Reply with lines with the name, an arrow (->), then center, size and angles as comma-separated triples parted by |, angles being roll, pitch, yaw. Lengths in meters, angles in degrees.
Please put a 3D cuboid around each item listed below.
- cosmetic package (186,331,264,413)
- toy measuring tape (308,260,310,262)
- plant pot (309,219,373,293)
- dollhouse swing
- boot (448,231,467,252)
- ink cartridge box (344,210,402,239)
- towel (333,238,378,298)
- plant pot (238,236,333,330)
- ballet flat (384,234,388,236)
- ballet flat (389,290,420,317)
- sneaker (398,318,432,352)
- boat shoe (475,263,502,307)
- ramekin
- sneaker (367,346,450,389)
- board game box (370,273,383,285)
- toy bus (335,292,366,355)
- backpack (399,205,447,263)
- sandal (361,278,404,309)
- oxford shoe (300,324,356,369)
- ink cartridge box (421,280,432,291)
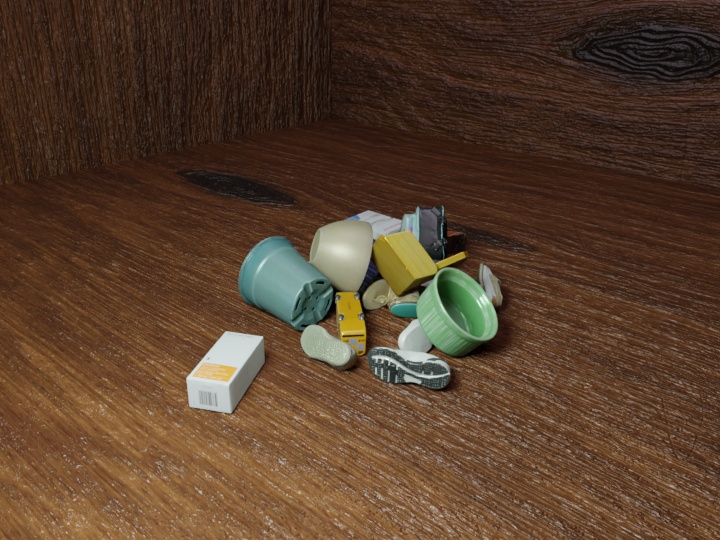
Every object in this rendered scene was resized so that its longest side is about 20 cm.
cosmetic package -> -0.289, 0.217, 1.328 | 0.098, 0.074, 0.201 | 5, 24, 10
toy measuring tape -> -0.103, -0.035, 1.935 | 0.198, 0.075, 0.073 | -36, 36, -18
plant pot -> -0.062, -0.048, 1.641 | 0.130, 0.206, 0.201 | 14, 20, -17
dollhouse swing -> 0.151, -0.043, 1.576 | 0.174, 0.184, 0.200 | -36, -6, -15
boot -> 0.263, -0.098, 2.064 | 0.196, 0.078, 0.106 | -8, 21, -40
ink cartridge box -> 0.057, -0.131, 2.098 | 0.196, 0.087, 0.143 | 20, 31, 38
towel -> 0.000, 0.000, 1.742 | 0.202, 0.024, 0.143 | -53, 40, -9
plant pot -> -0.185, 0.043, 1.588 | 0.194, 0.206, 0.197 | 30, 36, 35
ballet flat -> 0.091, -0.053, 1.807 | 0.067, 0.074, 0.201 | 0, 24, -10
ballet flat -> 0.171, 0.089, 1.629 | 0.193, 0.071, 0.067 | 7, 51, -8
sneaker -> 0.139, 0.156, 1.506 | 0.086, 0.078, 0.197 | 5, 14, 39
boat shoe -> 0.366, 0.050, 1.740 | 0.066, 0.077, 0.202 | 9, 32, 4
ramekin -> 0.227, 0.105, 1.466 | 0.196, 0.098, 0.204 | 25, 41, -24
sneaker -> 0.110, 0.216, 1.372 | 0.194, 0.076, 0.080 | 14, 11, 15
board game box -> 0.048, 0.015, 1.813 | 0.162, 0.059, 0.198 | -17, 30, -33
toy bus -> -0.026, 0.127, 1.530 | 0.063, 0.081, 0.201 | -2, 24, -6
backpack -> 0.192, -0.079, 1.849 | 0.148, 0.201, 0.182 | -5, 67, 7
sandal -> 0.100, 0.064, 1.679 | 0.208, 0.080, 0.068 | -14, 22, -42
oxford shoe -> -0.077, 0.184, 1.437 | 0.057, 0.077, 0.197 | 32, -9, -39
ink cartridge box -> 0.216, 0.052, 1.713 | 0.193, 0.052, 0.109 | 13, 25, 6
